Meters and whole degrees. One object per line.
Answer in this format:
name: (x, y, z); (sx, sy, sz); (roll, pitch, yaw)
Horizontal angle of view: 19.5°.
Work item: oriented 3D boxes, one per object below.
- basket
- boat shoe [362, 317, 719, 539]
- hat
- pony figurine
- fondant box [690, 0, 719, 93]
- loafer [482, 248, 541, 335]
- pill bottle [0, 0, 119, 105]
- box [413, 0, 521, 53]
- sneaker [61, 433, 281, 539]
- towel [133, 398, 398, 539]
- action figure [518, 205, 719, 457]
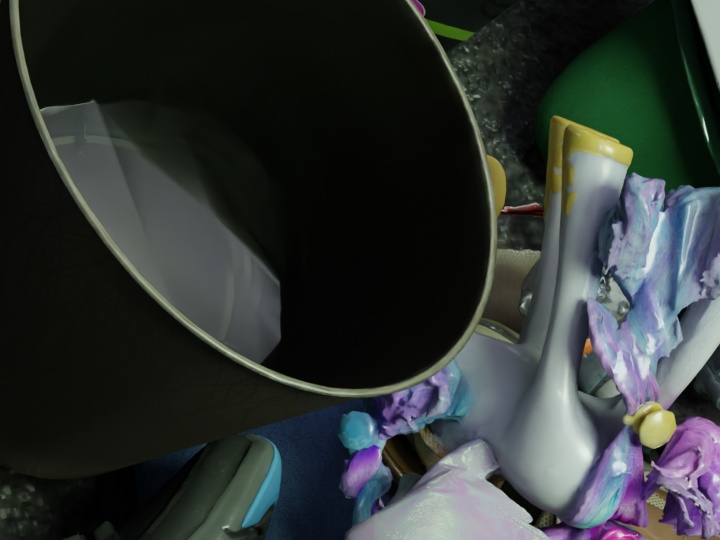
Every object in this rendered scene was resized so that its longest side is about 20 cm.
basket: (-0.071, -0.013, 0.684); (0.136, 0.200, 0.181); (-33, 88, -34)
boat shoe: (0.079, 0.102, 0.775); (0.200, 0.076, 0.074); (39, 35, 17)
hat: (0.097, -0.051, 0.986); (0.200, 0.175, 0.167); (44, 33, -49)
pony figurine: (0.064, 0.059, 0.676); (0.165, 0.202, 0.193); (17, 7, -33)
fondant box: (0.179, -0.140, 0.933); (0.144, 0.058, 0.202); (6, 66, -69)
loafer: (0.000, 0.000, 0.856); (0.199, 0.076, 0.068); (20, 73, -26)
pill bottle: (-0.096, -0.121, 0.758); (0.198, 0.116, 0.117); (-11, 63, -23)
box: (-0.018, -0.194, 0.921); (0.198, 0.148, 0.126); (18, 76, -14)
sneaker: (-0.105, 0.120, 0.695); (0.082, 0.073, 0.200); (37, 69, 16)
towel: (-0.025, 0.125, 0.778); (0.111, 0.049, 0.202); (3, 57, -26)
action figure: (0.133, 0.063, 0.818); (0.193, 0.104, 0.200); (44, 12, -17)
